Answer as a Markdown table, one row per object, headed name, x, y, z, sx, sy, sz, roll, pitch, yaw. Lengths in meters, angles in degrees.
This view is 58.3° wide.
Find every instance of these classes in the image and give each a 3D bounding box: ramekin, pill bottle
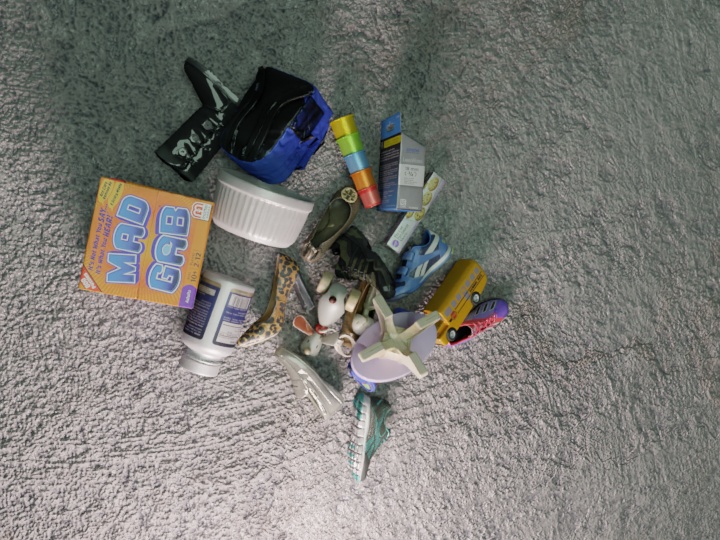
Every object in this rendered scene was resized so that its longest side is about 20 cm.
| name | x | y | z | sx | sy | sz | roll | pitch | yaw |
| --- | --- | --- | --- | --- | --- | --- | --- | --- | --- |
| ramekin | -0.202 | -0.122 | 1.292 | 0.199 | 0.200 | 0.105 | 18 | 100 | -16 |
| pill bottle | -0.300 | 0.109 | 1.321 | 0.111 | 0.111 | 0.201 | 20 | 89 | -16 |

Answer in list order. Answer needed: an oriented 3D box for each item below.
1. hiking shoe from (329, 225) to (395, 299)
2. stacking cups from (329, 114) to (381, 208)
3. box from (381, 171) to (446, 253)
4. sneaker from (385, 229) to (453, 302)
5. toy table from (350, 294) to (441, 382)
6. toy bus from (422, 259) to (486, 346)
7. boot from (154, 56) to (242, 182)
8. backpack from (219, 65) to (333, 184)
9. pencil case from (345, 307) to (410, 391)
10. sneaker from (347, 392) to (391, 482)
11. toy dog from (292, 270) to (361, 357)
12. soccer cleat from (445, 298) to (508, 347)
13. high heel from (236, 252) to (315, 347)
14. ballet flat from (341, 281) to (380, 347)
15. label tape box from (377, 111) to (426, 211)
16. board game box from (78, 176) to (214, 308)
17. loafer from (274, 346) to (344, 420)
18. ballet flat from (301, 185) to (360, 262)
| name | x | y | z | sx | sy | sz | roll | pitch | yaw |
| --- | --- | --- | --- | --- | --- | --- | --- | --- | --- |
| hiking shoe | 0.000 | 0.000 | 1.382 | 0.101 | 0.200 | 0.076 | -34 | 145 | 0 |
| stacking cups | -0.006 | -0.233 | 1.399 | 0.060 | 0.060 | 0.201 | -23 | 97 | -13 |
| box | 0.121 | -0.131 | 1.458 | 0.041 | 0.039 | 0.200 | 35 | 85 | -14 |
| sneaker | 0.116 | -0.010 | 1.451 | 0.200 | 0.074 | 0.082 | -44 | 106 | -17 |
| toy table | 0.075 | 0.144 | 1.326 | 0.200 | 0.117 | 0.184 | -39 | 79 | -18 |
| toy bus | 0.207 | 0.073 | 1.456 | 0.078 | 0.065 | 0.200 | 50 | 65 | -27 |
| boot | -0.345 | -0.303 | 1.306 | 0.165 | 0.066 | 0.200 | 41 | 88 | -13 |
| backpack | -0.164 | -0.272 | 1.296 | 0.200 | 0.162 | 0.168 | -56 | 144 | -9 |
| pencil case | 0.051 | 0.171 | 1.421 | 0.200 | 0.087 | 0.078 | -48 | 148 | -23 |
| sneaker | 0.026 | 0.378 | 1.455 | 0.091 | 0.078 | 0.201 | 6 | 94 | -20 |
| toy dog | -0.073 | 0.105 | 1.362 | 0.131 | 0.096 | 0.201 | 9 | 106 | 11 |
| soccer cleat | 0.268 | 0.126 | 1.501 | 0.199 | 0.073 | 0.068 | -23 | 100 | -13 |
| high heel | -0.202 | 0.061 | 1.361 | 0.200 | 0.071 | 0.143 | -34 | 109 | -27 |
| ballet flat | 0.016 | 0.081 | 1.425 | 0.068 | 0.072 | 0.201 | 25 | 87 | -33 |
| label tape box | 0.087 | -0.227 | 1.386 | 0.063 | 0.144 | 0.201 | 2 | 94 | -15 |
| board game box | -0.402 | -0.053 | 1.233 | 0.199 | 0.200 | 0.201 | 12 | 91 | -16 |
| loafer | -0.119 | 0.246 | 1.404 | 0.200 | 0.070 | 0.070 | 46 | 73 | -15 |
| ballet flat | -0.063 | -0.103 | 1.393 | 0.067 | 0.046 | 0.200 | 34 | 77 | 6 |
